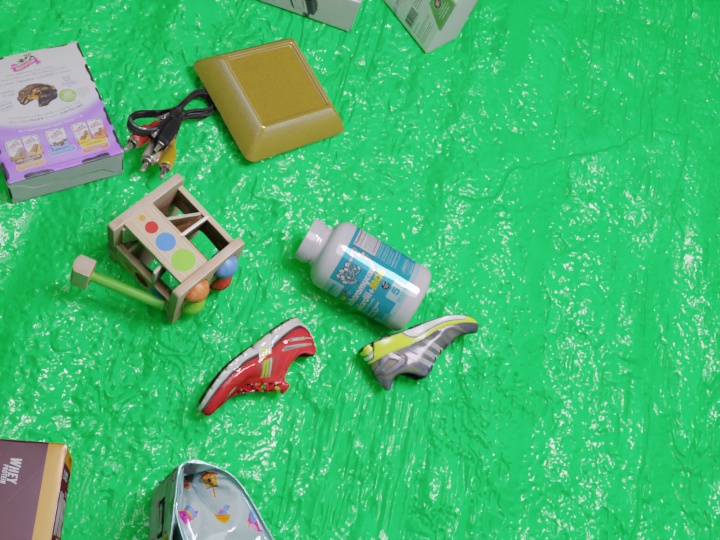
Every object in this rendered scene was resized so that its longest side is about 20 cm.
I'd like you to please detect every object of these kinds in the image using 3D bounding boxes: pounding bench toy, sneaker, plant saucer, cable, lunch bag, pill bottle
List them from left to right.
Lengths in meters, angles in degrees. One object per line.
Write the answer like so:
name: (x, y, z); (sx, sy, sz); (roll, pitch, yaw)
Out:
pounding bench toy: (-0.283, 0.000, 1.101); (0.156, 0.124, 0.200); (46, 64, 3)
cable: (-0.299, -0.229, 1.214); (0.097, 0.050, 0.201); (40, 42, -17)
lunch bag: (-0.191, 0.338, 0.973); (0.122, 0.170, 0.201); (-30, 80, -33)
sneaker: (-0.142, 0.148, 1.118); (0.200, 0.077, 0.085); (-38, 89, -26)
plant saucer: (-0.142, -0.298, 1.291); (0.199, 0.048, 0.201); (-24, 78, -31)
pill bottle: (0.000, 0.000, 1.199); (0.199, 0.111, 0.111); (30, 64, -4)
sneaker: (0.097, 0.124, 1.212); (0.199, 0.074, 0.081); (-18, 86, -17)

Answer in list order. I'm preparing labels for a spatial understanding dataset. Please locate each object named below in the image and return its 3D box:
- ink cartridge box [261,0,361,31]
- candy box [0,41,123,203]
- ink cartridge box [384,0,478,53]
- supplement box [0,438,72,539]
ink cartridge box: (-0.089, -0.536, 1.392); (0.199, 0.084, 0.146); (16, 65, -11)
candy box: (-0.466, -0.222, 1.159); (0.167, 0.072, 0.201); (-20, 77, -23)
ink cartridge box: (0.112, -0.525, 1.418); (0.084, 0.145, 0.200); (-33, 82, -26)
supplement box: (-0.460, 0.305, 0.922); (0.199, 0.133, 0.199); (7, 67, -14)
